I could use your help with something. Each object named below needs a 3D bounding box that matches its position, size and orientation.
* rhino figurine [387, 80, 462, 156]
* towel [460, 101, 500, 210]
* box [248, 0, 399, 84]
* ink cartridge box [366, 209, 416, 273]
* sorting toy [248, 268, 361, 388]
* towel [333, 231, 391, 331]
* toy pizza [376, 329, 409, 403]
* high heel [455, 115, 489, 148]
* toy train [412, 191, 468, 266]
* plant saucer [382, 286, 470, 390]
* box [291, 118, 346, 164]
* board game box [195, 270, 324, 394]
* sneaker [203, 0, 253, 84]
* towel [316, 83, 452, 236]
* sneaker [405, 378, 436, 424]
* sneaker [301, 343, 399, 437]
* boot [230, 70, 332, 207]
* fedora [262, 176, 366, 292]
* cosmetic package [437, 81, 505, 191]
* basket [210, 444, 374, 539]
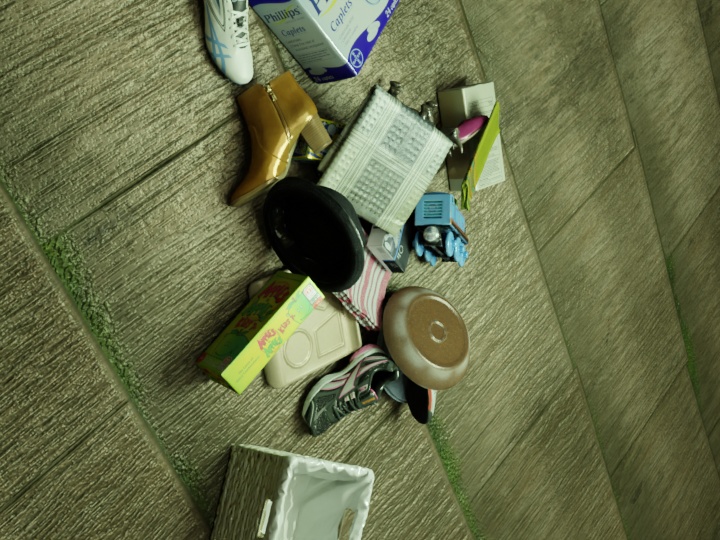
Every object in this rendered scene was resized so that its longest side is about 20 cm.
[{"bbox_3d":[0.108,-0.257,1.544,0.059,0.199,0.088,-18,136,-47],"label":"rhino figurine"},{"bbox_3d":[0.228,-0.215,1.629,0.086,0.018,0.202,81,30,-60],"label":"towel"},{"bbox_3d":[-0.056,-0.448,1.425,0.200,0.104,0.185,44,62,-36],"label":"box"},{"bbox_3d":[0.070,-0.106,1.584,0.099,0.039,0.202,46,52,-49],"label":"ink cartridge box"},{"bbox_3d":[-0.094,0.081,1.477,0.198,0.036,0.188,-20,107,-37],"label":"sorting toy"},{"bbox_3d":[0.000,0.000,1.515,0.200,0.030,0.148,49,45,-49],"label":"towel"},{"bbox_3d":[0.095,0.152,1.664,0.198,0.031,0.203,-4,96,-43],"label":"toy pizza"},{"bbox_3d":[0.148,-0.266,1.626,0.199,0.067,0.097,-33,90,-20],"label":"high heel"},{"bbox_3d":[0.155,-0.074,1.630,0.200,0.085,0.116,28,65,-69],"label":"toy train"},{"bbox_3d":[0.130,0.115,1.569,0.198,0.037,0.203,17,57,-29],"label":"plant saucer"},{"bbox_3d":[-0.034,-0.213,1.490,0.198,0.064,0.071,3,91,-44],"label":"box"},{"bbox_3d":[-0.155,0.091,1.342,0.200,0.101,0.048,-49,118,-19],"label":"board game box"},{"bbox_3d":[-0.197,-0.383,1.314,0.071,0.072,0.203,-27,112,-42],"label":"sneaker"},{"bbox_3d":[0.037,-0.179,1.454,0.191,0.035,0.201,29,97,-34],"label":"towel"},{"bbox_3d":[0.137,0.180,1.638,0.107,0.067,0.204,-16,101,-39],"label":"sneaker"},{"bbox_3d":[-0.014,0.211,1.501,0.200,0.086,0.081,-46,131,-17],"label":"sneaker"},{"bbox_3d":[-0.157,-0.210,1.371,0.200,0.071,0.145,-37,92,-5],"label":"boot"},{"bbox_3d":[-0.058,-0.069,1.381,0.091,0.199,0.203,-40,119,-45],"label":"fedora"},{"bbox_3d":[0.222,-0.267,1.732,0.104,0.071,0.203,-19,106,-41],"label":"cosmetic package"},{"bbox_3d":[-0.110,0.392,1.390,0.199,0.160,0.201,21,78,-42],"label":"basket"}]
